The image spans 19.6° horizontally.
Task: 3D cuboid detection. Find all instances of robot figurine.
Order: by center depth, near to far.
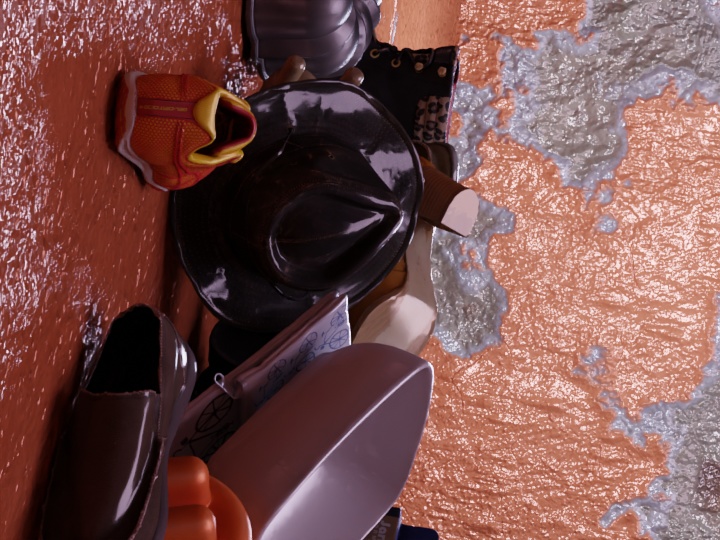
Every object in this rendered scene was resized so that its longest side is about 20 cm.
[{"bbox_3d":[-0.125,0.204,1.308,0.117,0.144,0.200,-37,147,-32],"label":"robot figurine"}]

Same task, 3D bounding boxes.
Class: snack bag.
[{"bbox_3d":[-0.082,0.119,1.474,0.200,0.021,0.189,-37,155,-21],"label":"snack bag"}]

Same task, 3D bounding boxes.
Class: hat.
[{"bbox_3d":[-0.027,-0.039,1.451,0.081,0.200,0.201,23,-72,57],"label":"hat"}]

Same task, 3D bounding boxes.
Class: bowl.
[{"bbox_3d":[-0.042,0.146,1.441,0.200,0.075,0.200,-43,160,-31],"label":"bowl"}]

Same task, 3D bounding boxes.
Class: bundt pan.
[{"bbox_3d":[-0.026,-0.244,1.660,0.202,0.076,0.202,9,90,-78],"label":"bundt pan"}]

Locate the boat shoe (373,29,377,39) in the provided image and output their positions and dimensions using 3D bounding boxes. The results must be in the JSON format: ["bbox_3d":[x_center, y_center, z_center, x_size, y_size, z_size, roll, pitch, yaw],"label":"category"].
[{"bbox_3d":[-0.012,-0.253,1.909,0.200,0.065,0.072,88,13,-60],"label":"boat shoe"}]

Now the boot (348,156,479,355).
[{"bbox_3d":[0.000,-0.001,1.634,0.071,0.144,0.201,35,82,-42],"label":"boot"}]

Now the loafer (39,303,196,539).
[{"bbox_3d":[-0.149,0.099,1.217,0.071,0.073,0.200,76,16,-46],"label":"loafer"}]

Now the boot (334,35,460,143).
[{"bbox_3d":[0.012,-0.194,1.810,0.073,0.150,0.200,-61,158,-72],"label":"boot"}]

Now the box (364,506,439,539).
[{"bbox_3d":[-0.041,0.242,1.711,0.032,0.200,0.121,90,10,-55],"label":"box"}]

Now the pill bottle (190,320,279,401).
[{"bbox_3d":[-0.079,0.134,1.633,0.112,0.112,0.200,-72,169,-56],"label":"pill bottle"}]

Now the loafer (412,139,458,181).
[{"bbox_3d":[0.007,-0.071,1.799,0.200,0.070,0.075,-12,-105,50],"label":"loafer"}]

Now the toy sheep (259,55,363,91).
[{"bbox_3d":[-0.041,-0.074,1.574,0.138,0.138,0.200,90,-7,-53],"label":"toy sheep"}]

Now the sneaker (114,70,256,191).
[{"bbox_3d":[-0.101,-0.083,1.309,0.200,0.077,0.073,-17,114,-85],"label":"sneaker"}]
